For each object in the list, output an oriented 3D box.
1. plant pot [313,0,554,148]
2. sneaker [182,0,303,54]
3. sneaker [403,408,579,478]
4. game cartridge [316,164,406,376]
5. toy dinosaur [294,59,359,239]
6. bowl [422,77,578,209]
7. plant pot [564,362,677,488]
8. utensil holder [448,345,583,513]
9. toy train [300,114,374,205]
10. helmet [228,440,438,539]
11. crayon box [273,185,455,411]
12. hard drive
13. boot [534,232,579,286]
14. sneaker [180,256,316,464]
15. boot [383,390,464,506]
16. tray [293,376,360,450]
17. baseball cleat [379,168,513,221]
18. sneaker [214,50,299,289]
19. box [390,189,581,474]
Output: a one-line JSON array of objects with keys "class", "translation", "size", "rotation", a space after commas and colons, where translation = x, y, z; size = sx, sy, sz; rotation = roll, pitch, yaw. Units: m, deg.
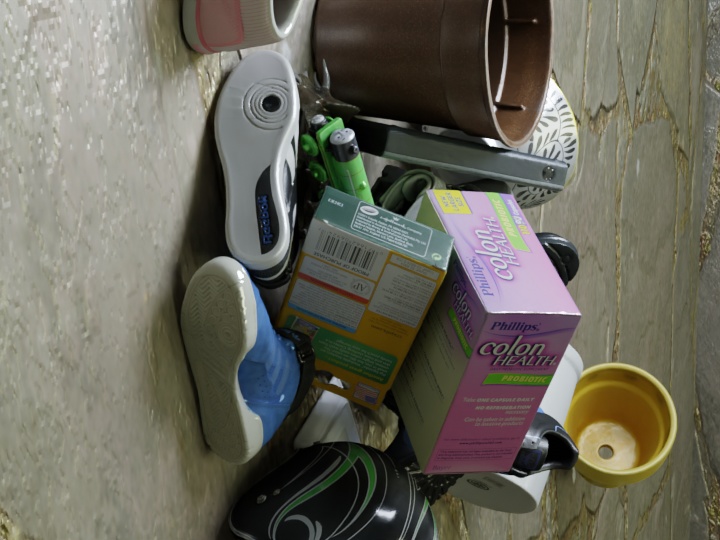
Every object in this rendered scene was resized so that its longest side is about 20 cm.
[{"class": "plant pot", "translation": [0.071, -0.230, 1.194], "size": [0.200, 0.196, 0.203], "rotation": [-25, 119, -60]}, {"class": "sneaker", "translation": [-0.088, -0.278, 0.969], "size": [0.075, 0.103, 0.203], "rotation": [-9, 103, -61]}, {"class": "sneaker", "translation": [0.140, 0.175, 1.234], "size": [0.198, 0.078, 0.071], "rotation": [3, 113, -34]}, {"class": "game cartridge", "translation": [0.000, 0.000, 1.249], "size": [0.131, 0.038, 0.201], "rotation": [87, 25, -45]}, {"class": "toy dinosaur", "translation": [-0.029, -0.090, 1.159], "size": [0.102, 0.076, 0.202], "rotation": [-38, 126, -38]}, {"class": "bowl", "translation": [0.140, -0.142, 1.367], "size": [0.094, 0.199, 0.203], "rotation": [-41, 132, -43]}, {"class": "plant pot", "translation": [0.436, 0.289, 2.074], "size": [0.190, 0.198, 0.203], "rotation": [80, 27, -61]}, {"class": "utensil holder", "translation": [0.182, 0.190, 1.548], "size": [0.202, 0.168, 0.170], "rotation": [-68, 150, -24]}, {"class": "toy train", "translation": [-0.005, -0.053, 1.095], "size": [0.042, 0.056, 0.202], "rotation": [-39, 132, -26]}, {"class": "helmet", "translation": [-0.018, 0.261, 1.148], "size": [0.190, 0.198, 0.202], "rotation": [-34, 127, -36]}, {"class": "crayon box", "translation": [-0.006, 0.030, 1.097], "size": [0.052, 0.124, 0.201], "rotation": [-70, -178, -48]}, {"class": "hard drive", "translation": [0.091, -0.119, 1.209], "size": [0.197, 0.139, 0.033], "rotation": [9, 98, -21]}, {"class": "boot", "translation": [0.138, -0.016, 1.315], "size": [0.074, 0.197, 0.163], "rotation": [50, 20, -28]}, {"class": "sneaker", "translation": [-0.093, 0.062, 1.054], "size": [0.111, 0.076, 0.202], "rotation": [-40, 135, -47]}, {"class": "boot", "translation": [0.051, 0.177, 1.332], "size": [0.210, 0.158, 0.080], "rotation": [-34, 131, -13]}, {"class": "tray", "translation": [-0.019, 0.222, 1.303], "size": [0.108, 0.022, 0.202], "rotation": [-58, 144, -44]}, {"class": "baseball cleat", "translation": [0.090, -0.065, 1.212], "size": [0.199, 0.069, 0.107], "rotation": [-34, 141, -34]}, {"class": "sneaker", "translation": [-0.089, -0.083, 1.063], "size": [0.112, 0.072, 0.203], "rotation": [86, 5, -71]}, {"class": "box", "translation": [0.102, 0.058, 1.127], "size": [0.177, 0.095, 0.202], "rotation": [-112, -149, -47]}]
